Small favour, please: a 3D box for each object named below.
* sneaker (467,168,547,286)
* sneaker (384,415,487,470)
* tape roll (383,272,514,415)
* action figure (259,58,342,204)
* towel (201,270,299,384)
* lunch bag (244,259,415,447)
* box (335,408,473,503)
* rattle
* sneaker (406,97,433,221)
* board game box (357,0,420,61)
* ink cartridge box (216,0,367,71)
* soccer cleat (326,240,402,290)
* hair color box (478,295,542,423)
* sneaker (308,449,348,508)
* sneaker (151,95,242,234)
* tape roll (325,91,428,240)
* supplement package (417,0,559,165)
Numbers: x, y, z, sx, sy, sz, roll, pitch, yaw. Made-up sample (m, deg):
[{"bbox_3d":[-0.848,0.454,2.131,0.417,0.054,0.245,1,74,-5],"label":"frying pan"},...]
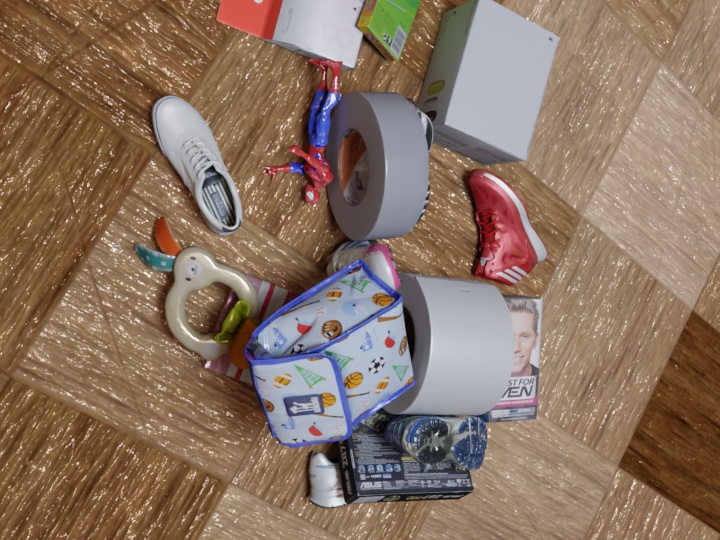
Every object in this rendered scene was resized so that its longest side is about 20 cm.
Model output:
[{"bbox_3d":[0.212,-0.057,1.200,0.116,0.078,0.200,-46,109,-17],"label":"sneaker"},{"bbox_3d":[0.111,0.237,1.081,0.200,0.085,0.077,23,76,-45],"label":"sneaker"},{"bbox_3d":[0.110,0.109,1.095,0.138,0.202,0.204,7,91,-25],"label":"tape roll"},{"bbox_3d":[-0.082,-0.191,1.046,0.099,0.065,0.201,-6,109,-28],"label":"action figure"},{"bbox_3d":[-0.115,0.103,1.088,0.199,0.023,0.145,24,83,-25],"label":"towel"},{"bbox_3d":[-0.039,0.116,0.942,0.199,0.124,0.171,-29,132,-21],"label":"lunch bag"},{"bbox_3d":[0.061,0.259,1.120,0.199,0.049,0.162,6,57,-27],"label":"box"},{"bbox_3d":[-0.212,0.030,0.962,0.130,0.143,0.201,-25,106,9],"label":"rattle"},{"bbox_3d":[0.067,-0.163,1.129,0.075,0.116,0.201,6,126,-8],"label":"sneaker"},{"bbox_3d":[0.059,-0.422,1.103,0.095,0.030,0.201,30,80,-55],"label":"board game box"},{"bbox_3d":[-0.082,-0.391,1.054,0.199,0.057,0.163,15,87,-30],"label":"ink cartridge box"},{"bbox_3d":[0.000,0.000,1.040,0.086,0.200,0.070,-21,101,-6],"label":"soccer cleat"},{"bbox_3d":[0.238,0.143,1.234,0.100,0.060,0.201,0,93,-25],"label":"hair color box"},{"bbox_3d":[0.014,0.295,1.136,0.199,0.074,0.088,-9,92,-25],"label":"sneaker"},{"bbox_3d":[-0.208,-0.141,0.999,0.073,0.071,0.201,-34,107,-19],"label":"sneaker"},{"bbox_3d":[0.017,-0.143,1.033,0.066,0.200,0.202,-4,96,-25],"label":"tape roll"},{"bbox_3d":[0.189,-0.285,1.153,0.155,0.111,0.201,18,86,-25],"label":"supplement package"}]
